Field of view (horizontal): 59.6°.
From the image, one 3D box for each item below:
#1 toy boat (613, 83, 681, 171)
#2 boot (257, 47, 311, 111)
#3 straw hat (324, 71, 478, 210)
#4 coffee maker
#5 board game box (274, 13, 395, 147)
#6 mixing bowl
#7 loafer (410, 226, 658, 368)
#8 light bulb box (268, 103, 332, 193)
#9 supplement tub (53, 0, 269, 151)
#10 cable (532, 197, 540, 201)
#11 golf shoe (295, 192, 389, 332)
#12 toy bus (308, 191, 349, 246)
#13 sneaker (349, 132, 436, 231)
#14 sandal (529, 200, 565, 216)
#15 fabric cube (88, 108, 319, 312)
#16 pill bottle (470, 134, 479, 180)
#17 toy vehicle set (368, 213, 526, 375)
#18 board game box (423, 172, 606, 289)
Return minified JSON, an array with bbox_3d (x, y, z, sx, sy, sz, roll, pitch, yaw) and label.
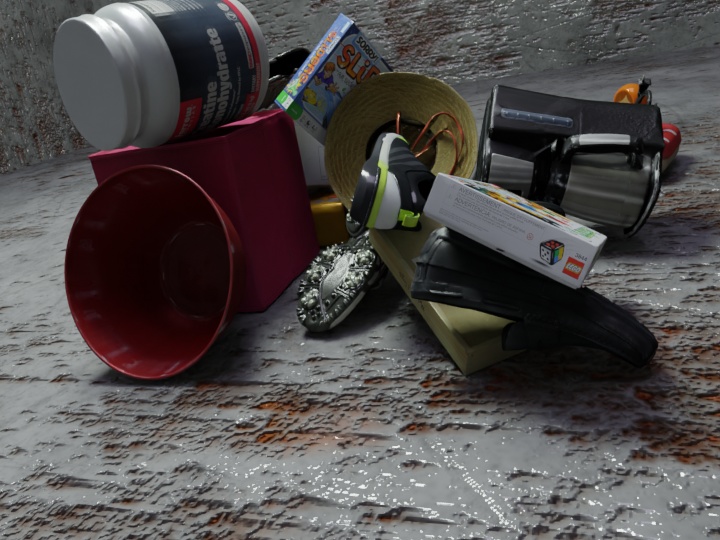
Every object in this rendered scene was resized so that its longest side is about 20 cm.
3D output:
[{"bbox_3d":[0.415,-0.218,0.968,0.127,0.135,0.199,4,25,35],"label":"toy boat"},{"bbox_3d":[-0.162,-0.253,0.875,0.196,0.069,0.130,-30,8,-11],"label":"boot"},{"bbox_3d":[0.057,-0.149,0.816,0.194,0.208,0.085,-5,-2,14],"label":"straw hat"},{"bbox_3d":[0.239,-0.145,0.748,0.193,0.137,0.195,11,43,7],"label":"coffee maker"},{"bbox_3d":[-0.005,-0.218,0.839,0.136,0.199,0.035,-50,50,7],"label":"board game box"},{"bbox_3d":[-0.194,0.001,0.654,0.194,0.207,0.108,-4,0,17],"label":"mixing bowl"},{"bbox_3d":[0.134,0.034,0.502,0.196,0.072,0.068,25,-3,10],"label":"loafer"},{"bbox_3d":[-0.065,-0.186,1.014,0.193,0.129,0.199,-6,0,-25],"label":"light bulb box"},{"bbox_3d":[-0.208,-0.216,0.681,0.137,0.145,0.199,6,26,38],"label":"supplement tub"},{"bbox_3d":[0.187,-0.085,0.852,0.158,0.052,0.201,-8,21,7],"label":"cable"},{"bbox_3d":[0.000,0.000,0.701,0.075,0.089,0.202,10,51,29],"label":"golf shoe"},{"bbox_3d":[-0.066,-0.076,0.930,0.194,0.067,0.079,-4,21,18],"label":"toy bus"},{"bbox_3d":[0.042,-0.082,0.642,0.080,0.073,0.201,17,28,2],"label":"sneaker"},{"bbox_3d":[0.136,-0.020,0.702,0.194,0.076,0.049,-16,44,8],"label":"sandal"},{"bbox_3d":[-0.186,-0.080,0.807,0.190,0.205,0.200,-4,21,20],"label":"fabric cube"},{"bbox_3d":[0.133,-0.171,0.971,0.110,0.118,0.200,-6,6,11],"label":"pill bottle"},{"bbox_3d":[0.101,0.000,0.603,0.121,0.027,0.201,-17,43,-16],"label":"toy vehicle set"},{"bbox_3d":[0.139,-0.037,0.527,0.124,0.035,0.199,28,15,18],"label":"board game box"}]
